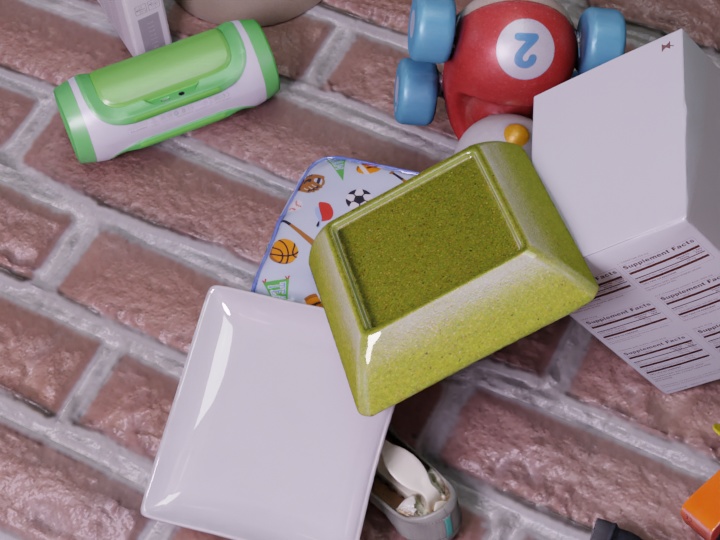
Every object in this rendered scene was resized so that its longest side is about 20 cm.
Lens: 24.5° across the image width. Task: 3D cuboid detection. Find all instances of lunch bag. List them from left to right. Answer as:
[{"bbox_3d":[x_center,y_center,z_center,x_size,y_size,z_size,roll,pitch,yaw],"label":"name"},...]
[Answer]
[{"bbox_3d":[0.000,0.000,1.421,0.160,0.076,0.200,14,57,11],"label":"lunch bag"}]

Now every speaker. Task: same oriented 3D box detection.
[{"bbox_3d":[-0.180,-0.168,1.544,0.199,0.089,0.089,-21,56,-10],"label":"speaker"}]

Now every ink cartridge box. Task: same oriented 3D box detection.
[{"bbox_3d":[-0.250,-0.326,1.588,0.045,0.200,0.176,-27,58,-14],"label":"ink cartridge box"}]

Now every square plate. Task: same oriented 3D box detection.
[{"bbox_3d":[-0.063,0.123,1.315,0.199,0.028,0.199,10,77,29],"label":"square plate"}]

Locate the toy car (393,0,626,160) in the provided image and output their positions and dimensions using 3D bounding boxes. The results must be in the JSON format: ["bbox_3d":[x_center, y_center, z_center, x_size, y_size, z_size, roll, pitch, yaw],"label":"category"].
[{"bbox_3d":[0.129,-0.121,1.435,0.184,0.177,0.201,4,59,-6],"label":"toy car"}]

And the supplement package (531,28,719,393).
[{"bbox_3d":[0.250,-0.042,1.327,0.147,0.200,0.192,-22,46,35],"label":"supplement package"}]

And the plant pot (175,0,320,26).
[{"bbox_3d":[-0.117,-0.373,1.611,0.187,0.200,0.188,-2,55,3],"label":"plant pot"}]

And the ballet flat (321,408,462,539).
[{"bbox_3d":[0.006,0.140,1.328,0.067,0.064,0.200,-39,61,-21],"label":"ballet flat"}]

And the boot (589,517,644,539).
[{"bbox_3d":[0.248,0.269,1.205,0.199,0.066,0.165,18,43,13],"label":"boot"}]

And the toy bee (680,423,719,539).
[{"bbox_3d":[0.345,0.147,1.282,0.200,0.109,0.131,-33,47,15],"label":"toy bee"}]

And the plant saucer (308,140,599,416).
[{"bbox_3d":[0.056,-0.011,1.262,0.199,0.048,0.200,-28,41,6],"label":"plant saucer"}]
